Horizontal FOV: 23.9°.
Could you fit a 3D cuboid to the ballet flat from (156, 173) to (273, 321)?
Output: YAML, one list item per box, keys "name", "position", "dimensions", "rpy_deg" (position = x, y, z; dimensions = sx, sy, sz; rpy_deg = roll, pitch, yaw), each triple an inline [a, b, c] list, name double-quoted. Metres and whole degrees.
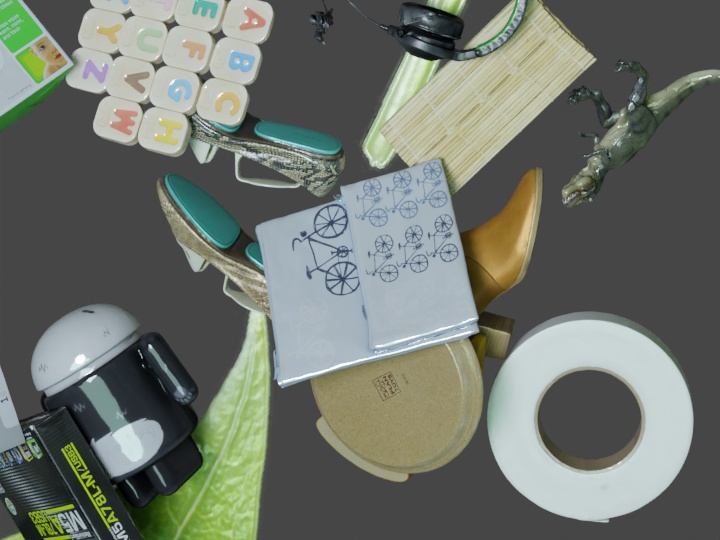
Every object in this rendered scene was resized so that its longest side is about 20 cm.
- name: "ballet flat"
  position: [-0.129, -0.011, 1.652]
  dimensions: [0.200, 0.071, 0.065]
  rpy_deg: [39, 120, 3]

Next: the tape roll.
- name: "tape roll"
  position: [0.222, 0.141, 1.642]
  dimensions: [0.201, 0.037, 0.205]
  rpy_deg: [2, 103, 8]

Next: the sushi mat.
- name: "sushi mat"
  position: [0.118, -0.165, 1.602]
  dimensions: [0.200, 0.012, 0.096]
  rpy_deg: [-43, 93, 15]

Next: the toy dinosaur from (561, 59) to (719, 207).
- name: "toy dinosaur"
  position: [0.247, -0.147, 1.570]
  dimensions: [0.200, 0.048, 0.088]
  rpy_deg: [-40, 108, 15]

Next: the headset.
- name: "headset"
  position: [0.054, -0.247, 1.552]
  dimensions: [0.198, 0.094, 0.125]
  rpy_deg: [-9, 101, 9]

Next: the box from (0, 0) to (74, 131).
- name: "box"
  position: [-0.404, -0.193, 1.582]
  dimensions: [0.177, 0.200, 0.097]
  rpy_deg: [52, 145, -5]

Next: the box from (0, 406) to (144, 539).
- name: "box"
  position: [-0.294, 0.236, 1.681]
  dimensions: [0.200, 0.047, 0.194]
  rpy_deg: [-18, 101, 58]

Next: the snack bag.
- name: "snack bag"
  position: [0.000, 0.000, 1.577]
  dimensions: [0.198, 0.021, 0.190]
  rpy_deg: [-16, 59, 9]

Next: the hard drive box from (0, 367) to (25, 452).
- name: "hard drive box"
  position: [-0.418, 0.109, 1.653]
  dimensions: [0.076, 0.199, 0.157]
  rpy_deg: [-21, 97, -32]

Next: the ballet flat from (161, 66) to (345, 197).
- name: "ballet flat"
  position: [-0.113, -0.122, 1.627]
  dimensions: [0.199, 0.068, 0.076]
  rpy_deg: [24, 121, 1]

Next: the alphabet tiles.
- name: "alphabet tiles"
  position: [-0.182, -0.212, 1.598]
  dimensions: [0.194, 0.015, 0.202]
  rpy_deg: [16, 86, 20]

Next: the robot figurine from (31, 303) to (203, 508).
- name: "robot figurine"
  position: [-0.237, 0.129, 1.671]
  dimensions: [0.150, 0.125, 0.201]
  rpy_deg: [-32, 96, -5]

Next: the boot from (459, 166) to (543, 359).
- name: "boot"
  position: [0.089, -0.016, 1.611]
  dimensions: [0.143, 0.071, 0.203]
  rpy_deg: [15, 109, 5]

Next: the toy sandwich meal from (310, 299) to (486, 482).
- name: "toy sandwich meal"
  position: [0.039, 0.105, 1.620]
  dimensions: [0.204, 0.070, 0.207]
  rpy_deg: [8, 108, 27]
